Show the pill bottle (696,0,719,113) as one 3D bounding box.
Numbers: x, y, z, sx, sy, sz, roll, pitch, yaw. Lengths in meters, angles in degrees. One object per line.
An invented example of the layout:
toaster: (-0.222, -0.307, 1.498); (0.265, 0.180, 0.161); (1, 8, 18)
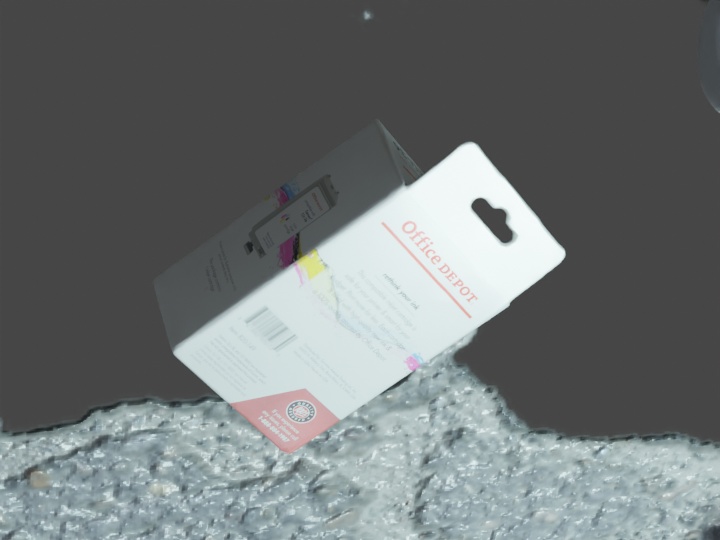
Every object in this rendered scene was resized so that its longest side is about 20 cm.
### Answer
pill bottle: (0.293, -0.106, 1.065); (0.200, 0.111, 0.111); (17, 120, -30)

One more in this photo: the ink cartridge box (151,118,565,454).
ink cartridge box: (0.000, 0.000, 1.077); (0.200, 0.068, 0.116); (-34, 130, 11)
